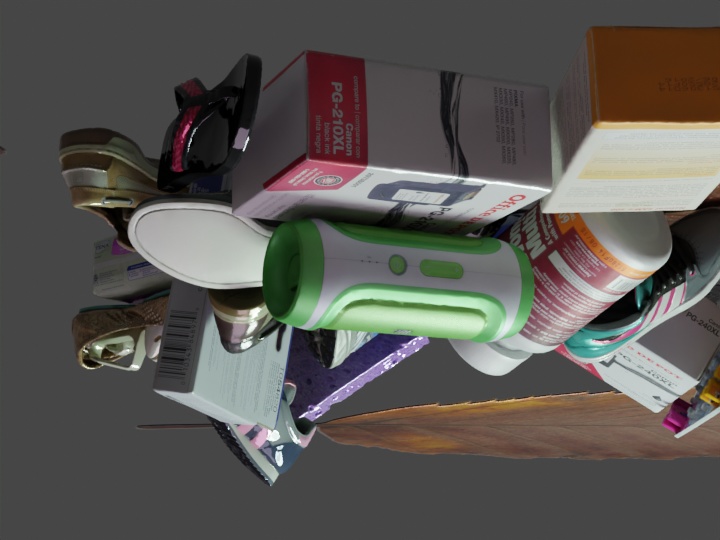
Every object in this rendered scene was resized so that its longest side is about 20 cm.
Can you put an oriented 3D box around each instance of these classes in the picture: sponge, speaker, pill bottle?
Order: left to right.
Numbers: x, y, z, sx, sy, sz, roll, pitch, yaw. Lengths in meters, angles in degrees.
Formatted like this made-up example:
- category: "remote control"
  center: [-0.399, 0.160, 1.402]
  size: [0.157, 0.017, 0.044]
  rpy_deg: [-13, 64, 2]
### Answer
- category: "sponge"
  center: [-0.039, 0.081, 1.486]
  size: [0.199, 0.112, 0.030]
  rpy_deg: [-33, 149, -2]
- category: "speaker"
  center: [0.030, 0.009, 1.121]
  size: [0.199, 0.089, 0.088]
  rpy_deg: [5, 163, -27]
- category: "pill bottle"
  center: [0.165, 0.002, 1.281]
  size: [0.109, 0.110, 0.200]
  rpy_deg: [11, 140, -40]

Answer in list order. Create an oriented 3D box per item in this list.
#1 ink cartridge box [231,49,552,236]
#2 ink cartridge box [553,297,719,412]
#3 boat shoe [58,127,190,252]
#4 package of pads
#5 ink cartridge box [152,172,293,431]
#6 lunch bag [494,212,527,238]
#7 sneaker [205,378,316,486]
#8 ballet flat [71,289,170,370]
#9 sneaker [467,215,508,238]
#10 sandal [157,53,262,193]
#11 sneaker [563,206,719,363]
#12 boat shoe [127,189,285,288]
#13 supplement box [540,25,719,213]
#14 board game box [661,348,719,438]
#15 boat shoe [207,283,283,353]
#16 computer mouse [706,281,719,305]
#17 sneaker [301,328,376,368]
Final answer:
- category: "ink cartridge box"
  center: [0.022, -0.087, 1.084]
  size: [0.199, 0.085, 0.145]
  rpy_deg: [5, 165, -25]
- category: "ink cartridge box"
  center: [0.298, 0.067, 1.584]
  size: [0.145, 0.084, 0.200]
  rpy_deg: [32, 167, 7]
- category: "boat shoe"
  center: [-0.183, -0.051, 1.208]
  size: [0.071, 0.077, 0.200]
  rpy_deg: [-9, 164, 24]
- category: "package of pads"
  center: [-0.134, 0.000, 1.425]
  size: [0.154, 0.069, 0.199]
  rpy_deg: [-13, 163, 39]
- category: "ink cartridge box"
  center: [-0.108, 0.027, 1.276]
  size: [0.040, 0.201, 0.200]
  rpy_deg: [4, 166, 19]
- category: "lunch bag"
  center: [0.135, -0.004, 1.438]
  size: [0.199, 0.076, 0.160]
  rpy_deg: [-10, 161, 23]
- category: "sneaker"
  center: [-0.107, 0.112, 1.377]
  size: [0.070, 0.082, 0.200]
  rpy_deg: [31, 157, 43]
- category: "ballet flat"
  center: [-0.196, 0.059, 1.381]
  size: [0.199, 0.066, 0.070]
  rpy_deg: [-14, 158, 42]
- category: "sneaker"
  center: [0.061, -0.060, 1.257]
  size: [0.200, 0.080, 0.074]
  rpy_deg: [-1, 129, -53]
- category: "sandal"
  center: [-0.120, -0.100, 1.050]
  size: [0.045, 0.076, 0.200]
  rpy_deg: [15, 162, -24]
- category: "sneaker"
  center: [0.261, 0.000, 1.350]
  size: [0.200, 0.084, 0.121]
  rpy_deg: [-40, 159, 2]
- category: "boat shoe"
  center: [-0.086, -0.030, 1.147]
  size: [0.199, 0.062, 0.073]
  rpy_deg: [6, 121, -21]
- category: "supplement box"
  center: [0.206, -0.105, 1.063]
  size: [0.125, 0.074, 0.200]
  rpy_deg: [-1, 165, -5]
- category: "board game box"
  center: [0.392, 0.071, 1.553]
  size: [0.026, 0.201, 0.200]
  rpy_deg: [30, 166, 6]
- category: "boat shoe"
  center: [-0.066, -0.003, 1.228]
  size: [0.071, 0.201, 0.066]
  rpy_deg: [23, 129, 15]
- category: "computer mouse"
  center: [0.360, 0.011, 1.584]
  size: [0.109, 0.044, 0.200]
  rpy_deg: [6, 169, -5]
- category: "sneaker"
  center: [0.000, 0.000, 1.381]
  size: [0.085, 0.077, 0.201]
  rpy_deg: [-21, 146, -31]
